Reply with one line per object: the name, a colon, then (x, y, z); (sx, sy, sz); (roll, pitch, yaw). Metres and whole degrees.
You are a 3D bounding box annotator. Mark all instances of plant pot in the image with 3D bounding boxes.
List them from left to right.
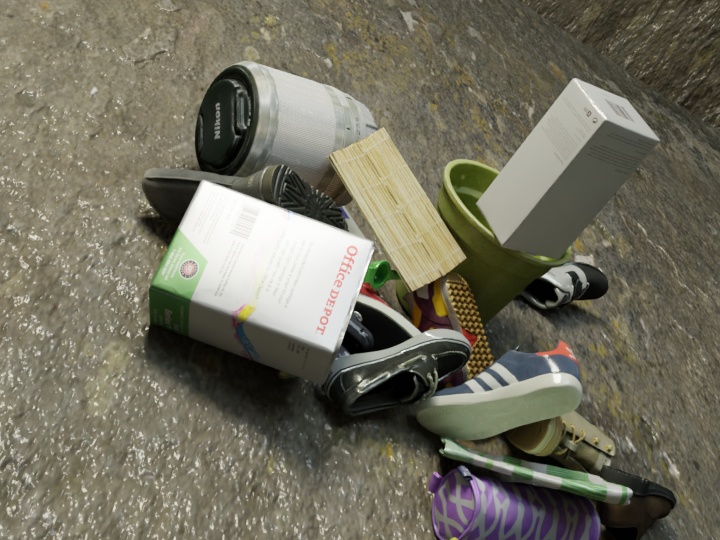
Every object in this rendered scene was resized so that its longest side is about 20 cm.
plant pot: (0.147, -0.013, 1.404); (0.199, 0.185, 0.201); (26, 31, -17)

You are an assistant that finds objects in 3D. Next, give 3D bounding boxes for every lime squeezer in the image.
lime squeezer: (0.000, 0.000, 1.268); (0.198, 0.038, 0.071); (11, -3, -22)

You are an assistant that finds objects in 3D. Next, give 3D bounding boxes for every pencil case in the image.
pencil case: (0.164, 0.264, 1.128); (0.199, 0.085, 0.085); (20, 9, -30)

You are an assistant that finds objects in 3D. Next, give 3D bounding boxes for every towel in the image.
towel: (0.183, 0.215, 1.140); (0.198, 0.024, 0.153); (16, -6, 3)

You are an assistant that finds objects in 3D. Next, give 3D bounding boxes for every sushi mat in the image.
sushi mat: (0.045, -0.075, 1.290); (0.095, 0.012, 0.201); (-27, 82, -32)

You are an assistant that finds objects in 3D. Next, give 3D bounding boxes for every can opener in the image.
can opener: (-0.067, 0.038, 1.222); (0.200, 0.064, 0.078); (43, 30, 12)

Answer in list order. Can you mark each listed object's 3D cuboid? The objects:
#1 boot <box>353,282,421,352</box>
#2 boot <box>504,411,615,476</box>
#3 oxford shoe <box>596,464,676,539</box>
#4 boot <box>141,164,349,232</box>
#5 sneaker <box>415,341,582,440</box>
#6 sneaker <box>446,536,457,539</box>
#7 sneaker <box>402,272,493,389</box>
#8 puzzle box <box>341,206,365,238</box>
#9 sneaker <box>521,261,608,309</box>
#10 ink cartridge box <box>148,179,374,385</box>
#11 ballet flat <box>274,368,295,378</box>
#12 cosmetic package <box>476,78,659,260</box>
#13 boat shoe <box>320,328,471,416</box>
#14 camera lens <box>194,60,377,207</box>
boot: (0.017, 0.040, 1.307); (0.199, 0.073, 0.144); (35, 27, 4)
boot: (0.244, 0.203, 1.270); (0.155, 0.073, 0.200); (38, 4, -9)
oxford shoe: (0.328, 0.291, 1.283); (0.072, 0.085, 0.199); (13, -7, 37)
boot: (-0.131, -0.062, 1.216); (0.182, 0.198, 0.073); (48, 48, -40)
sneaker: (0.157, 0.132, 1.201); (0.075, 0.198, 0.085); (56, 30, -38)
sneaker: (0.073, 0.316, 0.952); (0.084, 0.075, 0.200); (41, 29, 8)
sneaker: (0.109, 0.108, 1.309); (0.075, 0.090, 0.202); (9, 65, -50)
puzzle box: (-0.093, -0.079, 1.406); (0.199, 0.025, 0.133); (6, 40, -43)
sneaker: (0.308, 0.031, 1.637); (0.198, 0.074, 0.089); (10, 37, -23)
ink cartridge box: (-0.102, 0.013, 1.100); (0.198, 0.084, 0.146); (20, 57, 1)
ballet flat: (-0.120, 0.041, 1.168); (0.070, 0.071, 0.200); (-7, 48, -51)
cosmetic package: (0.245, -0.116, 1.262); (0.107, 0.200, 0.085); (12, 38, -39)
boat shoe: (0.053, 0.122, 1.188); (0.198, 0.071, 0.064); (-14, 38, -31)
camera lens: (-0.098, -0.168, 1.338); (0.199, 0.160, 0.161); (10, 38, -39)
